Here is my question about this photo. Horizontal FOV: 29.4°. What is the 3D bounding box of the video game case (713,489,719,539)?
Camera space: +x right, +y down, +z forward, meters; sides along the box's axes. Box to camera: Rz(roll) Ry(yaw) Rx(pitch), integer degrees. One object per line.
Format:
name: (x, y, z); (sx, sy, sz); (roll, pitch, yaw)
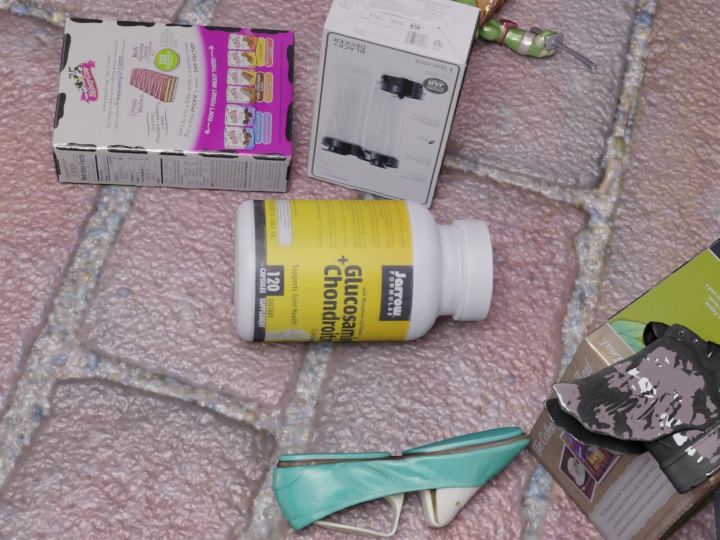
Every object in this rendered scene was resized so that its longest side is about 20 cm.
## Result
video game case: (0.315, 0.252, 0.915); (0.180, 0.025, 0.201); (11, 69, -30)

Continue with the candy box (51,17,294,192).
candy box: (-0.158, -0.142, 1.180); (0.199, 0.061, 0.137); (3, 61, -6)

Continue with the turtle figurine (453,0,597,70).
turtle figurine: (0.160, -0.274, 1.250); (0.144, 0.200, 0.195); (40, 53, -23)

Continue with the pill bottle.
pill bottle: (0.000, 0.000, 1.090); (0.199, 0.112, 0.113); (0, 61, -7)

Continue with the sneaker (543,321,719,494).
sneaker: (0.222, 0.065, 0.882); (0.199, 0.060, 0.104); (-34, 76, -18)

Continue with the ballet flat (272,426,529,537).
ballet flat: (0.033, 0.164, 1.039); (0.199, 0.067, 0.071); (-6, 86, -10)

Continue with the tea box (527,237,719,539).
tea box: (0.250, 0.089, 1.021); (0.196, 0.200, 0.134); (-32, 70, -21)

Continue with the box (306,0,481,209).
box: (0.023, -0.141, 1.122); (0.116, 0.200, 0.060); (14, 58, 3)
